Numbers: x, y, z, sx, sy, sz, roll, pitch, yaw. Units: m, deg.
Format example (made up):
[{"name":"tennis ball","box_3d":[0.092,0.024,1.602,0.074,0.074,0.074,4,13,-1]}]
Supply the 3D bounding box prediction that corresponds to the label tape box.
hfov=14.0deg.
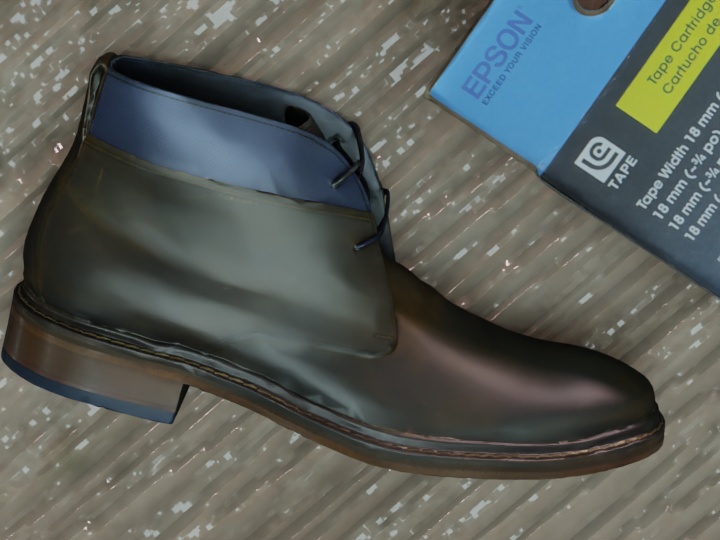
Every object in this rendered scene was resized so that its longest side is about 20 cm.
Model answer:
[{"name":"label tape box","box_3d":[0.135,-0.060,0.861,0.200,0.063,0.144,33,101,-13]}]

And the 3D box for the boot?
[{"name":"boot","box_3d":[0.000,0.000,0.860,0.199,0.075,0.097,9,108,-6]}]
